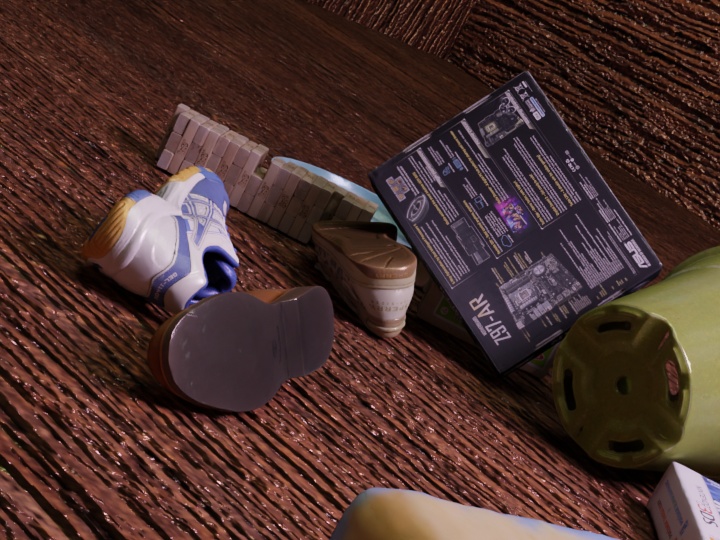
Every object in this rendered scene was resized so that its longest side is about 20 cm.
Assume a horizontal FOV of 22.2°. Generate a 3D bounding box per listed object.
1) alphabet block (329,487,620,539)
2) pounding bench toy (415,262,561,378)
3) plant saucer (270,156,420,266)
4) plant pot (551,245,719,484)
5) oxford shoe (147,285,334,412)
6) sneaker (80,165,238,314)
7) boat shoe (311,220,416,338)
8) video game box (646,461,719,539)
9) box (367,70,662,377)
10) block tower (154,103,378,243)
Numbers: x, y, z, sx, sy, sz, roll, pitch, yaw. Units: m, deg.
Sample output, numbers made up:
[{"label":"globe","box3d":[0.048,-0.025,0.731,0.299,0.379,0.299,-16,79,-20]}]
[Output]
[{"label":"alphabet block","box3d":[0.077,0.197,0.457,0.196,0.196,0.200,16,15,-38]},{"label":"pounding bench toy","box3d":[0.162,0.012,1.630,0.200,0.124,0.156,27,11,-5]},{"label":"plant saucer","box3d":[-0.002,-0.052,1.782,0.200,0.027,0.200,26,11,-5]},{"label":"plant pot","box3d":[0.249,0.081,1.413,0.200,0.200,0.190,35,22,33]},{"label":"oxford shoe","box3d":[-0.085,0.046,1.114,0.071,0.072,0.200,1,3,21]},{"label":"sneaker","box3d":[-0.122,-0.013,1.262,0.088,0.075,0.200,40,19,2]},{"label":"boat shoe","box3d":[0.000,0.000,1.507,0.073,0.063,0.200,-1,14,-8]},{"label":"video game box","box3d":[0.299,0.216,1.256,0.200,0.047,0.182,27,13,-3]},{"label":"box","box3d":[0.125,-0.038,1.504,0.200,0.160,0.044,56,-2,11]},{"label":"block tower","box3d":[-0.086,-0.077,1.630,0.200,0.054,0.058,27,11,1]}]
